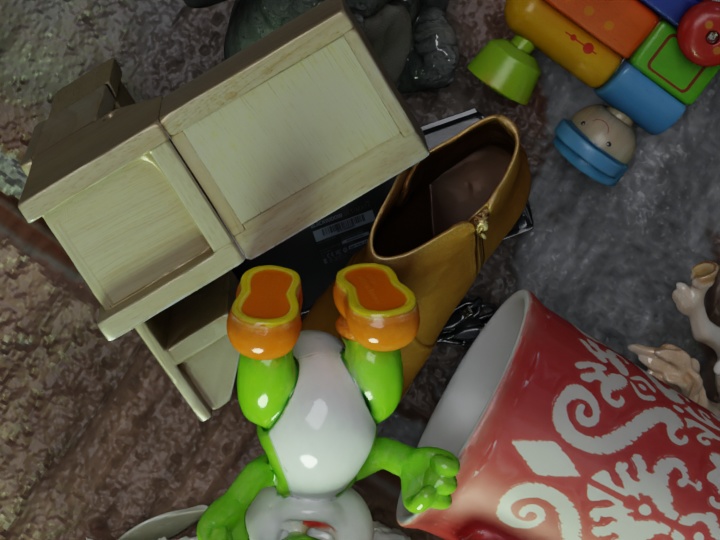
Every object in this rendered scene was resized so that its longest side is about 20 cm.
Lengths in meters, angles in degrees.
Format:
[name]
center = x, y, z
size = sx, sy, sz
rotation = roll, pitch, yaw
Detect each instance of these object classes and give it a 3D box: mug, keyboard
[mug]
center = 0.126, 0.134, 1.018
size = 0.199, 0.133, 0.178
rotation = 28, 87, -6
[keyboard]
center = 0.000, 0.000, 1.102
size = 0.199, 0.021, 0.128
rotation = -20, 79, 5

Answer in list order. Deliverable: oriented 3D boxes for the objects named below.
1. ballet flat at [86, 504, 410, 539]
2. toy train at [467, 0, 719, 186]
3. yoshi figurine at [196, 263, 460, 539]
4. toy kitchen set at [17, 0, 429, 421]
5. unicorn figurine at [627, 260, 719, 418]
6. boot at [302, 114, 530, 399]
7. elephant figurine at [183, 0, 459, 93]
[ballet flat]
center = -0.068, 0.151, 1.079
size = 0.199, 0.072, 0.072
rotation = -11, 85, 3
[toy train]
center = 0.095, -0.140, 1.052
size = 0.200, 0.085, 0.116
rotation = 33, 104, -14
[yoshi figurine]
center = -0.021, 0.104, 0.941
size = 0.112, 0.112, 0.201
rotation = 22, 123, 29
[toy kitchen set]
center = -0.049, -0.039, 1.013
size = 0.180, 0.200, 0.164
rotation = -30, 109, 7
[unicorn figurine]
center = 0.251, 0.043, 1.044
size = 0.199, 0.074, 0.138
rotation = -9, 128, 25
[boot]
center = 0.011, 0.008, 1.016
size = 0.071, 0.144, 0.201
rotation = 40, 88, 12
[elephant figurine]
center = -0.020, -0.147, 1.022
size = 0.141, 0.200, 0.156
rotation = 2, 87, 5
